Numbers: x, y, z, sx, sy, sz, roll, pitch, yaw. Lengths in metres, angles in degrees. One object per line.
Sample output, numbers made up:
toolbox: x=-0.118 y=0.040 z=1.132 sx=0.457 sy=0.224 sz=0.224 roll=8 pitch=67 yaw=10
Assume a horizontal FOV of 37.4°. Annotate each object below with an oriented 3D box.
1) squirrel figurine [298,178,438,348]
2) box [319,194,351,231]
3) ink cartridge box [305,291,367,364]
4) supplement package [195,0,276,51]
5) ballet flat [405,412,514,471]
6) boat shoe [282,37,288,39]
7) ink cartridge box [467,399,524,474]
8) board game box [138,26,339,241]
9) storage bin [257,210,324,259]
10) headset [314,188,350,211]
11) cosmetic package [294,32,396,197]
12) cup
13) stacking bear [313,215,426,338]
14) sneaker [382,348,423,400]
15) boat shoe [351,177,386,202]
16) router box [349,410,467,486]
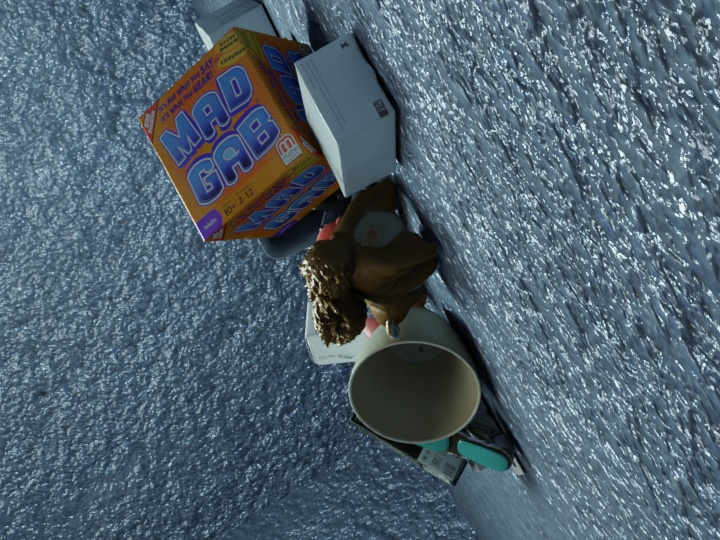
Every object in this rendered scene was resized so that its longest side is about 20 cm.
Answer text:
squirrel figurine: x=0.009 y=0.016 z=1.456 sx=0.142 sy=0.198 sz=0.188 roll=51 pitch=163 yaw=33
box: x=-0.011 y=-0.055 z=1.834 sx=0.201 sy=0.035 sz=0.145 roll=63 pitch=-151 yaw=-43
ink cartridge box: x=-0.020 y=0.062 z=1.929 sx=0.086 sy=0.143 sz=0.203 roll=72 pitch=-165 yaw=-48
supplement package: x=-0.213 y=-0.406 z=1.891 sx=0.115 sy=0.108 sz=0.200 roll=62 pitch=175 yaw=-24
ballet flat: x=0.152 y=0.259 z=1.688 sx=0.197 sy=0.073 sz=0.072 roll=18 pitch=162 yaw=14
boat shoe: x=-0.094 y=-0.267 z=1.693 sx=0.203 sy=0.065 sz=0.072 roll=63 pitch=175 yaw=-22
ink cartridge box: x=0.192 y=0.270 z=1.786 sx=0.202 sy=0.066 sz=0.116 roll=60 pitch=176 yaw=11
board game box: x=-0.141 y=-0.182 z=1.475 sx=0.202 sy=0.199 sz=0.199 roll=59 pitch=-154 yaw=11
storage bin: x=-0.101 y=-0.128 z=1.939 sx=0.135 sy=0.197 sz=0.147 roll=-107 pitch=-8 yaw=-56
headset: x=-0.040 y=-0.140 z=1.615 sx=0.199 sy=0.124 sz=0.094 roll=37 pitch=180 yaw=-4
cosmetic package: x=-0.014 y=-0.179 z=1.265 sx=0.114 sy=0.080 sz=0.200 roll=61 pitch=177 yaw=15
cup: x=0.084 y=0.141 z=1.628 sx=0.144 sy=0.197 sz=0.202 roll=-84 pitch=-28 yaw=-55
stacking bear: x=0.000 y=0.000 z=1.694 sx=0.201 sy=0.121 sz=0.114 roll=51 pitch=178 yaw=-40
sneaker: x=0.071 y=0.150 z=1.756 sx=0.075 sy=0.199 sz=0.089 roll=-9 pitch=104 yaw=42
boat shoe: x=0.018 y=-0.064 z=1.559 sx=0.201 sy=0.074 sz=0.061 roll=65 pitch=-150 yaw=-58
router box: x=0.083 y=0.289 z=1.791 sx=0.198 sy=0.052 sz=0.149 roll=29 pitch=170 yaw=12
